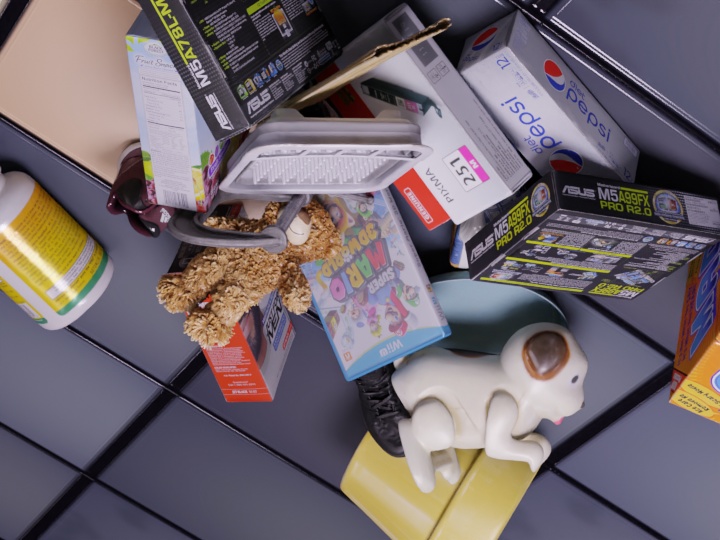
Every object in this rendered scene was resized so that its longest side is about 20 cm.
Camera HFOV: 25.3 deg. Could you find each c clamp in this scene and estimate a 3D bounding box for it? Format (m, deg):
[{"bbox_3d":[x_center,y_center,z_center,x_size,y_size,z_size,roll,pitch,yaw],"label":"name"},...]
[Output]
[{"bbox_3d":[-0.093,-0.059,1.566,0.170,0.200,0.027,12,114,12],"label":"c clamp"}]

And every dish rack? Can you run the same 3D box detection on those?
[{"bbox_3d":[-0.037,-0.111,1.492,0.171,0.044,0.200,-2,170,-16],"label":"dish rack"}]

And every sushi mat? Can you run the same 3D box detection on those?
[{"bbox_3d":[-0.009,-0.175,1.429,0.200,0.095,0.012,-22,94,52],"label":"sushi mat"}]

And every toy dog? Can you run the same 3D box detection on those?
[{"bbox_3d":[0.146,0.125,1.692,0.199,0.195,0.139,-22,163,17],"label":"toy dog"}]

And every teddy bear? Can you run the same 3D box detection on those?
[{"bbox_3d":[-0.112,-0.008,1.626,0.199,0.145,0.067,-23,146,-6],"label":"teddy bear"}]

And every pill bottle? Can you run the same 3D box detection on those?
[{"bbox_3d":[-0.378,-0.038,1.780,0.112,0.113,0.200,-23,122,35],"label":"pill bottle"}]

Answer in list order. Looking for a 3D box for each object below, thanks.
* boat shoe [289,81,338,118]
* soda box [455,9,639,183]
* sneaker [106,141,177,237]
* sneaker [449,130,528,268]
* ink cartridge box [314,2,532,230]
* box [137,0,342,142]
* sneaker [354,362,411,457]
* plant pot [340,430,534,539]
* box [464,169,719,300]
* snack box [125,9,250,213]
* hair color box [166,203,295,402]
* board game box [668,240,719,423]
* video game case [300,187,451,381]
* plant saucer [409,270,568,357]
[{"bbox_3d":[-0.059,-0.148,1.576,0.074,0.061,0.200,-20,141,1],"label":"boat shoe"},{"bbox_3d":[0.179,-0.147,1.520,0.068,0.064,0.200,-26,120,37],"label":"soda box"},{"bbox_3d":[-0.173,-0.076,1.671,0.199,0.116,0.076,-1,132,20],"label":"sneaker"},{"bbox_3d":[0.145,-0.075,1.607,0.088,0.076,0.200,9,144,0],"label":"sneaker"},{"bbox_3d":[0.045,-0.132,1.527,0.200,0.044,0.173,53,143,-6],"label":"ink cartridge box"},{"bbox_3d":[-0.113,-0.236,1.401,0.047,0.200,0.194,-23,104,33],"label":"box"},{"bbox_3d":[0.010,0.109,1.757,0.060,0.201,0.104,-17,171,11],"label":"sneaker"},{"bbox_3d":[0.087,0.247,1.855,0.188,0.201,0.201,30,137,9],"label":"plant pot"},{"bbox_3d":[0.226,-0.030,1.556,0.199,0.044,0.160,7,153,-26],"label":"box"},{"bbox_3d":[-0.154,-0.185,1.520,0.067,0.169,0.201,9,136,13],"label":"snack box"},{"bbox_3d":[-0.139,0.038,1.774,0.064,0.111,0.201,-4,132,21],"label":"hair color box"},{"bbox_3d":[0.432,0.033,1.511,0.199,0.200,0.200,23,136,-3],"label":"board game box"},{"bbox_3d":[0.000,0.000,1.676,0.143,0.018,0.201,-27,84,36],"label":"video game case"},{"bbox_3d":[0.125,0.054,1.733,0.199,0.028,0.201,4,146,3],"label":"plant saucer"}]
